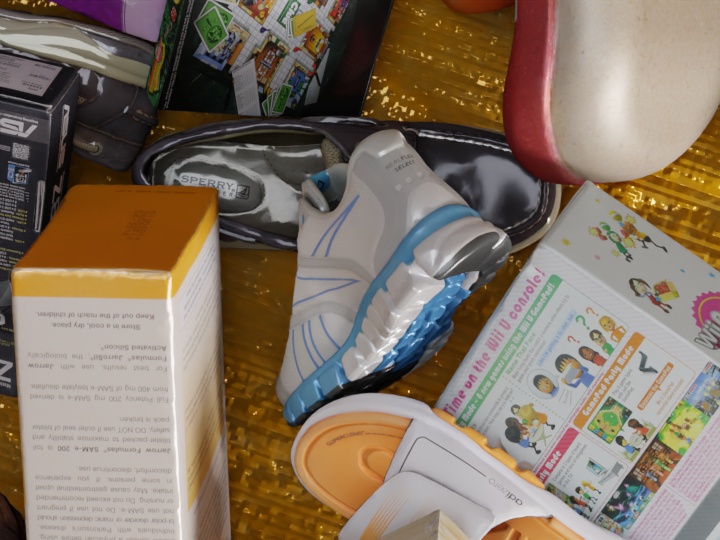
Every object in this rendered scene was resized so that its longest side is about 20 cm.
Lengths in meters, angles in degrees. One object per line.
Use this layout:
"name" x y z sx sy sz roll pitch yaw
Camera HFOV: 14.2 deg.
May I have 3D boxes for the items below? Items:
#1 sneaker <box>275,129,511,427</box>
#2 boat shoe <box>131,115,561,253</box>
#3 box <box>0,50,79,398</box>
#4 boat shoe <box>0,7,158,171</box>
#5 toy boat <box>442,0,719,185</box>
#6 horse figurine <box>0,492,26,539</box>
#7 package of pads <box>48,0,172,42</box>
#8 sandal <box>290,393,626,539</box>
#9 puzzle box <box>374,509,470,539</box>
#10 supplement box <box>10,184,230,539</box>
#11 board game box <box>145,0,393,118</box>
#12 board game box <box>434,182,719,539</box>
"sneaker" 0.000 0.000 1.282 0.075 0.200 0.087 -26 75 -31
"boat shoe" -0.009 -0.036 1.330 0.200 0.065 0.072 5 91 6
"box" -0.235 -0.037 1.326 0.200 0.049 0.161 13 120 6
"boat shoe" -0.189 -0.093 1.344 0.200 0.074 0.073 14 91 7
"toy boat" 0.090 -0.138 1.308 0.131 0.130 0.200 0 89 36
"horse figurine" -0.166 0.195 1.323 0.050 0.133 0.200 5 84 2
"package of pads" -0.110 -0.215 1.300 0.120 0.076 0.200 22 119 5
"sandal" 0.056 0.126 1.264 0.207 0.059 0.079 28 131 10
"puzzle box" 0.039 0.198 1.277 0.133 0.025 0.200 -28 122 24
"supplement box" -0.104 0.074 1.283 0.073 0.126 0.200 1 108 6
"board game box" -0.025 -0.159 1.287 0.105 0.023 0.200 4 121 -23
"board game box" 0.140 0.078 1.277 0.200 0.064 0.148 35 129 4
